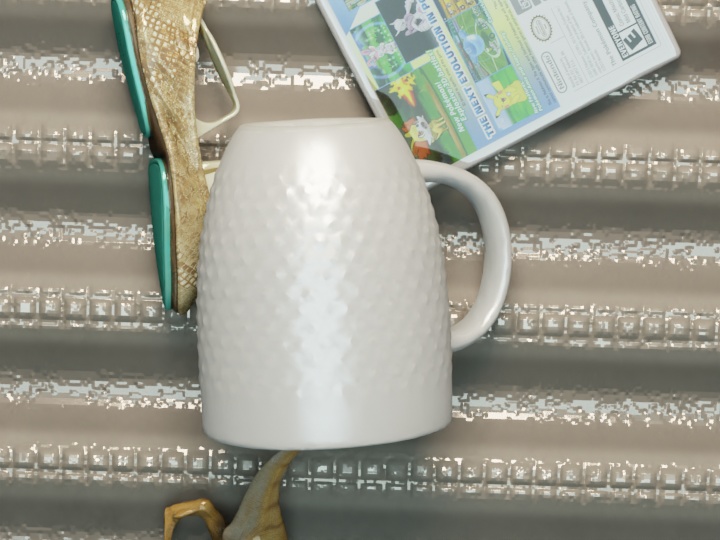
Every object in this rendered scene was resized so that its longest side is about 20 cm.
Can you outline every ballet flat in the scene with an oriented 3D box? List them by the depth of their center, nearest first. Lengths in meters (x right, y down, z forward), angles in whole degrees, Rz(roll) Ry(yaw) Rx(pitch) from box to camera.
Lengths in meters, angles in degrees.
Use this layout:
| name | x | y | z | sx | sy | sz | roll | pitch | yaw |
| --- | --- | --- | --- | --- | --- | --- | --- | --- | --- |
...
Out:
| name | x | y | z | sx | sy | sz | roll | pitch | yaw |
| --- | --- | --- | --- | --- | --- | --- | --- | --- | --- |
| ballet flat | -0.100 | -0.075 | 1.313 | 0.065 | 0.070 | 0.202 | -10 | 102 | -13 |

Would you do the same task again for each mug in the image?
| name | x | y | z | sx | sy | sz | roll | pitch | yaw |
| --- | --- | --- | --- | --- | --- | --- | --- | --- | --- |
| mug | 0.000 | 0.000 | 1.283 | 0.199 | 0.147 | 0.177 | -6 | 98 | -27 |

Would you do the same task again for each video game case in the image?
| name | x | y | z | sx | sy | sz | roll | pitch | yaw |
| --- | --- | --- | --- | --- | --- | --- | --- | --- | --- |
| video game case | 0.067 | -0.175 | 1.318 | 0.181 | 0.022 | 0.201 | -27 | 98 | 4 |

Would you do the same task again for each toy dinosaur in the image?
| name | x | y | z | sx | sy | sz | roll | pitch | yaw |
| --- | --- | --- | --- | --- | --- | --- | --- | --- | --- |
| toy dinosaur | -0.068 | 0.163 | 1.350 | 0.105 | 0.061 | 0.201 | 2 | 119 | -5 |
